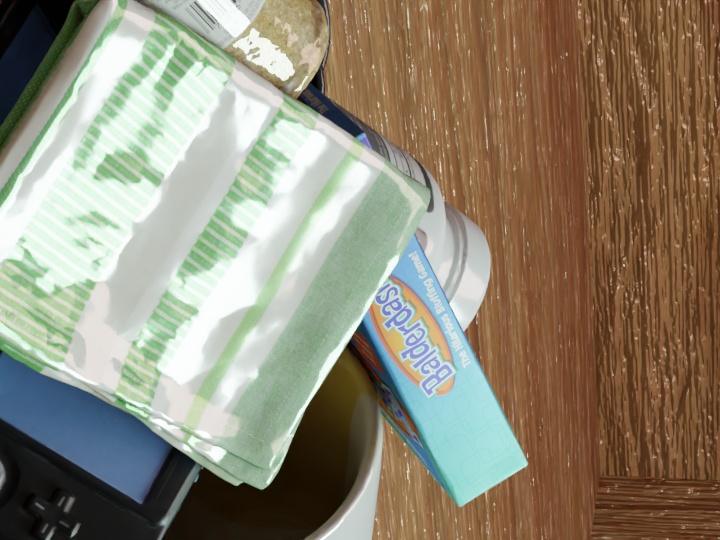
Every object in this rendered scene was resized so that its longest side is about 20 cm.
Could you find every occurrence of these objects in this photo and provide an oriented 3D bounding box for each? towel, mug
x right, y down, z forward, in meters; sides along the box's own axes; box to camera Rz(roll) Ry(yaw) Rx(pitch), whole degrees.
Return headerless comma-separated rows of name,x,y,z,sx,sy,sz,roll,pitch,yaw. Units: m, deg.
towel,-0.072,-0.010,1.023,0.200,0.023,0.153,32,88,-39
mug,-0.046,0.110,1.270,0.187,0.149,0.154,-47,152,-24

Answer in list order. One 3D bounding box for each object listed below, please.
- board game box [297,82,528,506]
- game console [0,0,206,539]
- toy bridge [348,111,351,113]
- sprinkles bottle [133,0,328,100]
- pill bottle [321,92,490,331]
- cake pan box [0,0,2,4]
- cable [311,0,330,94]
board game box,0.000,0.000,1.231,0.201,0.045,0.152,62,-8,-27
game console,-0.115,0.006,1.039,0.201,0.172,0.119,-61,-174,-22
toy bridge,-0.071,-0.026,1.467,0.027,0.067,0.201,81,29,-44
sprinkles bottle,-0.089,-0.136,1.000,0.200,0.068,0.069,44,45,-47
pill bottle,-0.025,-0.030,1.379,0.200,0.115,0.117,33,53,-39
cake pan box,-0.178,-0.185,0.997,0.200,0.052,0.186,-63,155,-64
cable,-0.054,-0.160,1.436,0.163,0.050,0.202,59,35,-69
